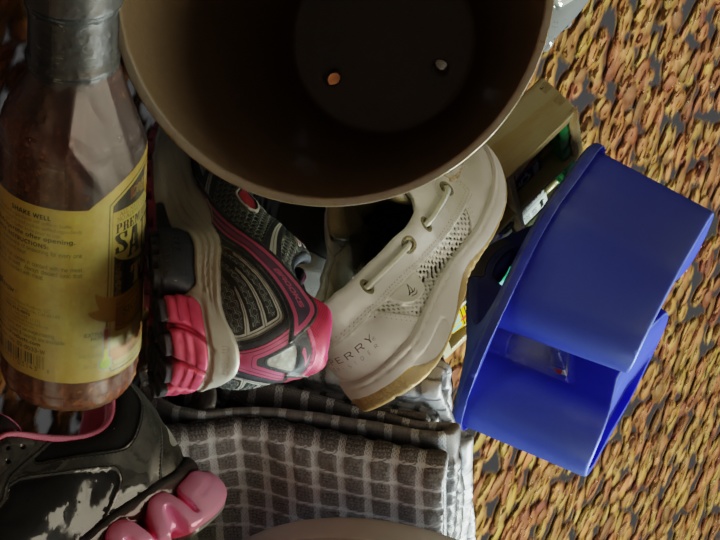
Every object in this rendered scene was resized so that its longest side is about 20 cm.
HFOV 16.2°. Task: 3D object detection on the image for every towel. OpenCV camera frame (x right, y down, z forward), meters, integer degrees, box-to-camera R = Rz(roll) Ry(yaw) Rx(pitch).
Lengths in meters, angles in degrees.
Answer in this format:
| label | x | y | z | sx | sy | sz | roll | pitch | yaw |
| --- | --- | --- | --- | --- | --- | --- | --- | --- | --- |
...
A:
| label | x | y | z | sx | sy | sz | roll | pitch | yaw |
| --- | --- | --- | --- | --- | --- | --- | --- | --- | --- |
| towel | -0.029 | 0.125 | 1.249 | 0.201 | 0.165 | 0.086 | 87 | 17 | -44 |

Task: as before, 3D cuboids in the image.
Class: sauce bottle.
| label | x | y | z | sx | sy | sz | roll | pitch | yaw |
| --- | --- | --- | --- | --- | --- | --- | --- | --- | --- |
| sauce bottle | -0.120 | -0.036 | 1.057 | 0.066 | 0.066 | 0.201 | -42 | 147 | -46 |

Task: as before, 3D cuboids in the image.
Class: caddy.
| label | x | y | z | sx | sy | sz | roll | pitch | yaw |
| --- | --- | --- | --- | --- | --- | --- | --- | --- | --- |
| caddy | 0.108 | 0.016 | 1.340 | 0.200 | 0.105 | 0.142 | -49 | 161 | -60 |

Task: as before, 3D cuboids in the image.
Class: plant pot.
| label | x | y | z | sx | sy | sz | roll | pitch | yaw |
| --- | --- | --- | --- | --- | --- | --- | --- | --- | --- |
| plant pot | -0.001 | -0.115 | 1.142 | 0.200 | 0.187 | 0.188 | 24 | 88 | -83 |

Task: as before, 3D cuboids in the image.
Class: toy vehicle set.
| label | x | y | z | sx | sy | sz | roll | pitch | yaw |
| --- | --- | --- | --- | --- | --- | --- | --- | --- | --- |
| toy vehicle set | 0.073 | -0.025 | 1.426 | 0.124 | 0.027 | 0.200 | -44 | 164 | -5 |

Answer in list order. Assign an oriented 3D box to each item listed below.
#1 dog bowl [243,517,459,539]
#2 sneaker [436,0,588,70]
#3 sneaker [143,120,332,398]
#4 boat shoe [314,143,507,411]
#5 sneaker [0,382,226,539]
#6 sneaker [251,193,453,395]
| label | x | y | z | sx | sy | sz | roll | pitch | yaw |
| --- | --- | --- | --- | --- | --- | --- | --- | --- | --- |
| dog bowl | 0.010 | 0.210 | 1.207 | 0.201 | 0.199 | 0.079 | 86 | 16 | -45 |
| sneaker | 0.076 | -0.125 | 1.419 | 0.200 | 0.075 | 0.116 | -41 | 151 | -30 |
| sneaker | -0.059 | -0.005 | 1.120 | 0.200 | 0.074 | 0.081 | -103 | -164 | -58 |
| boat shoe | 0.017 | -0.021 | 1.191 | 0.069 | 0.071 | 0.200 | 47 | 30 | -19 |
| sneaker | -0.158 | 0.115 | 1.116 | 0.200 | 0.079 | 0.096 | -32 | 95 | -32 |
| sneaker | 0.000 | 0.000 | 1.295 | 0.200 | 0.070 | 0.100 | 48 | 40 | -54 |
